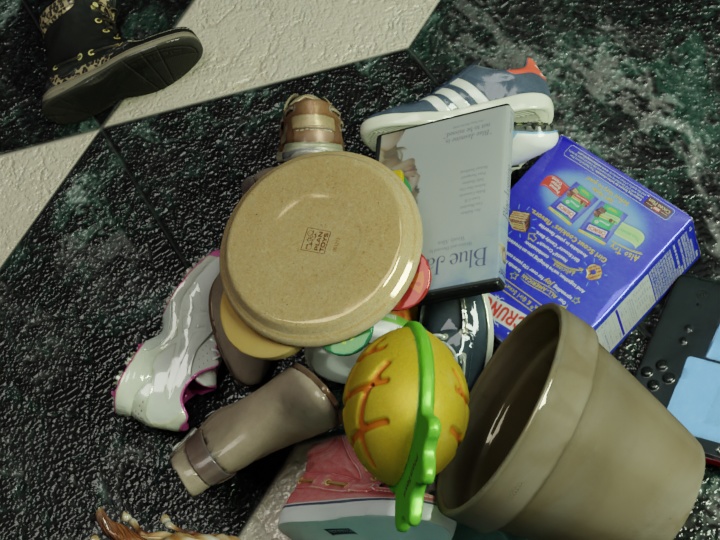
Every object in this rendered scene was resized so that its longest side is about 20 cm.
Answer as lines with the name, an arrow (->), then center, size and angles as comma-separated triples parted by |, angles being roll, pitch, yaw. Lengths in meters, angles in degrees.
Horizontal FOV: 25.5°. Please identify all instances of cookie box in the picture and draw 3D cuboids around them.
cookie box -> 0.190, -0.003, 1.496 | 0.200, 0.075, 0.171 | -46, 55, -9

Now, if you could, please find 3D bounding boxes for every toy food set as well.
toy food set -> -0.033, -0.016, 1.440 | 0.197, 0.049, 0.201 | -5, 65, 15

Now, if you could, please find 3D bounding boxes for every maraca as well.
maraca -> 0.040, 0.128, 1.336 | 0.106, 0.138, 0.200 | 6, 32, -9

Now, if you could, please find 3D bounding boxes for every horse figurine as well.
horse figurine -> -0.154, 0.250, 1.425 | 0.132, 0.200, 0.050 | 15, 89, 35

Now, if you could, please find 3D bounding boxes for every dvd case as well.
dvd case -> 0.071, -0.057, 1.470 | 0.142, 0.018, 0.201 | -11, 54, 26

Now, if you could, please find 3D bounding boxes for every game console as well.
game console -> 0.346, 0.095, 1.405 | 0.199, 0.031, 0.178 | 15, 67, 27

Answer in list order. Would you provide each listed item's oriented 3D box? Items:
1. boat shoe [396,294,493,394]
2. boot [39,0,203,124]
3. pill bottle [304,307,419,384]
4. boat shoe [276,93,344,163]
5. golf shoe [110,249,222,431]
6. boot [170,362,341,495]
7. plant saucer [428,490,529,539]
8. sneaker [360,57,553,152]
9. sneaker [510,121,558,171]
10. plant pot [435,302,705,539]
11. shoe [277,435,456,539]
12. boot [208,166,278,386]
boat shoe -> 0.074, 0.087, 1.446 | 0.075, 0.062, 0.201 | 5, 93, 47
boot -> -0.286, -0.268, 1.846 | 0.199, 0.073, 0.151 | -25, 55, 12
pill bottle -> 0.000, 0.000, 1.546 | 0.110, 0.111, 0.201 | -11, 57, 15
boat shoe -> -0.048, -0.143, 1.614 | 0.075, 0.200, 0.072 | 0, 94, -8
golf shoe -> -0.169, 0.074, 1.603 | 0.091, 0.075, 0.201 | 26, 71, 10
boot -> -0.103, 0.153, 1.459 | 0.146, 0.200, 0.070 | -34, 92, -14
plant saucer -> 0.091, 0.272, 1.393 | 0.200, 0.039, 0.202 | -10, 58, 16
sneaker -> 0.097, -0.172, 1.638 | 0.199, 0.075, 0.085 | -8, 59, 5
sneaker -> 0.118, -0.101, 1.561 | 0.199, 0.072, 0.073 | -18, 83, 44
plant pot -> 0.185, 0.154, 1.328 | 0.173, 0.200, 0.201 | 29, 69, -8
shoe -> 0.012, 0.195, 1.423 | 0.199, 0.071, 0.091 | -10, 50, 44
boot -> -0.089, -0.001, 1.548 | 0.146, 0.070, 0.201 | -32, 62, 54
